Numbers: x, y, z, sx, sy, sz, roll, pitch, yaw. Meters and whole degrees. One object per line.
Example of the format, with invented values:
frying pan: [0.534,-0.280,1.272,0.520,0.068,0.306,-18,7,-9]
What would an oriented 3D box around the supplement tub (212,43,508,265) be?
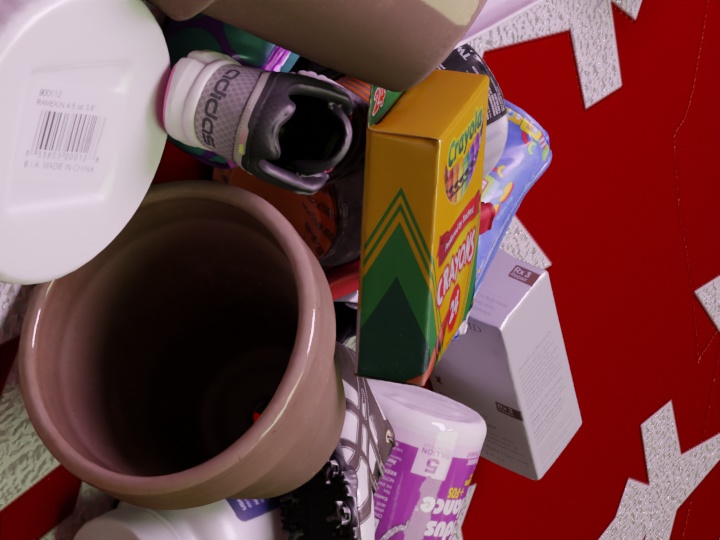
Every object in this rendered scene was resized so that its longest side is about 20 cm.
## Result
supplement tub: [-0.001,-0.081,1.564,0.200,0.122,0.123,-31,134,-42]

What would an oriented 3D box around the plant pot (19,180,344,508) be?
plant pot: [-0.091,0.066,1.452,0.201,0.200,0.175,-61,153,-8]

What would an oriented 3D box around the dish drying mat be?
dish drying mat: [0.000,0.000,1.591,0.199,0.018,0.077,-25,171,-3]

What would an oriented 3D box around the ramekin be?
ramekin: [-0.197,-0.089,1.294,0.200,0.097,0.201,-33,135,-40]

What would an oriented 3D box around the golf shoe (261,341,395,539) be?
golf shoe: [-0.008,0.134,1.563,0.094,0.078,0.201,9,62,-41]

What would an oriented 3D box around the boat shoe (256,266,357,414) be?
boat shoe: [-0.018,0.026,1.658,0.200,0.066,0.070,-52,145,-22]

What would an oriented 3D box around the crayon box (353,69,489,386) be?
crayon box: [0.040,-0.044,1.450,0.127,0.051,0.201,-53,149,-60]

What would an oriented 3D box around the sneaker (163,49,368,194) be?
sneaker: [-0.034,-0.080,1.376,0.200,0.087,0.074,13,100,-60]

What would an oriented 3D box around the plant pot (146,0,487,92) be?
plant pot: [-0.013,-0.198,1.317,0.174,0.200,0.201,34,78,-15]

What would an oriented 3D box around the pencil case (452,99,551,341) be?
pencil case: [0.074,-0.035,1.734,0.201,0.087,0.078,-62,168,-10]

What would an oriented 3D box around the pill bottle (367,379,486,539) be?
pill bottle: [0.018,0.194,1.775,0.112,0.112,0.201,5,106,-56]

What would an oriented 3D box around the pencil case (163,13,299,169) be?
pencil case: [-0.062,-0.162,1.451,0.200,0.092,0.085,-57,148,-13]

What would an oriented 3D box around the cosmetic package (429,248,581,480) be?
cosmetic package: [0.108,0.070,1.840,0.074,0.101,0.200,-50,143,-25]

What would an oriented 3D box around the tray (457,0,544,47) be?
tray: [0.048,-0.193,1.591,0.200,0.107,0.022,-32,158,-42]

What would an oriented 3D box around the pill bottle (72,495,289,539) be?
pill bottle: [-0.102,0.186,1.587,0.200,0.119,0.120,-17,124,-50]
